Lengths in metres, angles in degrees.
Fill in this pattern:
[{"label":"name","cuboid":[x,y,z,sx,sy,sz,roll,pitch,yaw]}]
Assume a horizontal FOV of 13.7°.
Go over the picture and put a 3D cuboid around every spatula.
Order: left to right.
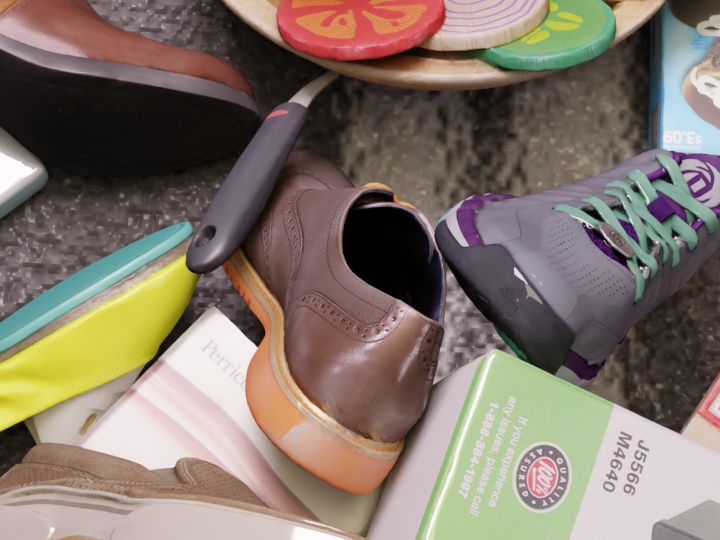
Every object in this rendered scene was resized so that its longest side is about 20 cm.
[{"label":"spatula","cuboid":[-0.016,-0.061,1.090,0.021,0.056,0.200,59,42,-22]}]

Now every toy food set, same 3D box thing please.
[{"label":"toy food set","cuboid":[0.030,-0.138,1.110,0.198,0.049,0.200,-34,57,-29]}]

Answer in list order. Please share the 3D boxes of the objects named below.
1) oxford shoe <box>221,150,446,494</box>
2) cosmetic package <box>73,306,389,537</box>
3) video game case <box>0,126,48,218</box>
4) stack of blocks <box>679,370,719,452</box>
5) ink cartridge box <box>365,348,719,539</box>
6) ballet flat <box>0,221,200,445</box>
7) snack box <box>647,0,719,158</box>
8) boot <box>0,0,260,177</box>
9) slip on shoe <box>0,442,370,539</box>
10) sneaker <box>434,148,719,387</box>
[{"label":"oxford shoe","cuboid":[0.000,0.000,1.046,0.071,0.200,0.073,29,110,-21]},{"label":"cosmetic package","cuboid":[-0.085,0.123,1.053,0.103,0.087,0.200,41,77,9]},{"label":"video game case","cuboid":[-0.249,-0.047,1.123,0.200,0.023,0.182,-37,80,-11]},{"label":"stack of blocks","cuboid":[0.214,0.092,1.092,0.200,0.059,0.115,36,76,6]},{"label":"ink cartridge box","cuboid":[0.095,0.136,0.975,0.199,0.084,0.146,24,71,-10]},{"label":"ballet flat","cuboid":[-0.136,0.052,1.089,0.199,0.067,0.067,-26,99,-7]},{"label":"snack box","cuboid":[0.211,-0.089,1.151,0.199,0.037,0.117,3,74,-2]},{"label":"boot","cuboid":[-0.125,-0.139,1.141,0.187,0.069,0.201,7,58,-7]},{"label":"slip on shoe","cuboid":[-0.052,0.087,0.942,0.076,0.199,0.061,53,54,-28]},{"label":"sneaker","cuboid":[0.085,-0.015,1.035,0.087,0.200,0.075,-40,86,11]}]
